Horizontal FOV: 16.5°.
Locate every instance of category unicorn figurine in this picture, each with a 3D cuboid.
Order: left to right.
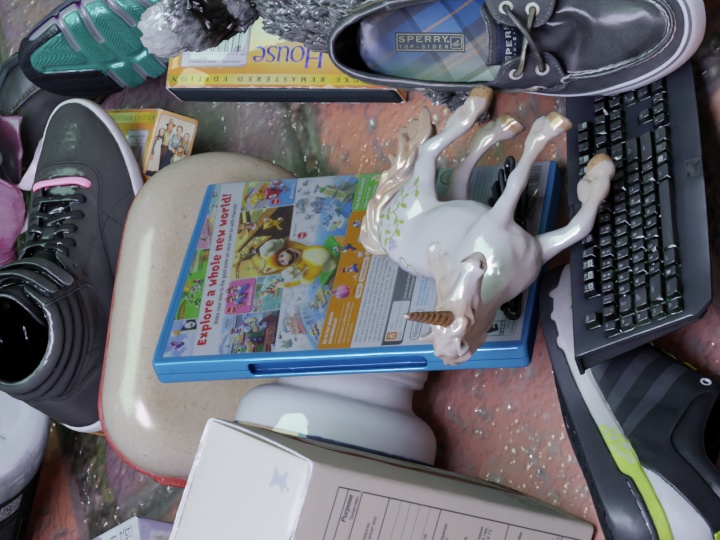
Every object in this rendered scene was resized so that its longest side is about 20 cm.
[{"bbox_3d":[0.057,-0.020,1.236,0.137,0.074,0.200,-54,17,-7],"label":"unicorn figurine"}]

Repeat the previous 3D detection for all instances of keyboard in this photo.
[{"bbox_3d":[0.115,-0.029,1.251,0.127,0.021,0.200,-26,37,25],"label":"keyboard"}]

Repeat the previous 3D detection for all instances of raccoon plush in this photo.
[{"bbox_3d":[-0.011,-0.122,1.402,0.200,0.097,0.134,-27,75,23],"label":"raccoon plush"}]

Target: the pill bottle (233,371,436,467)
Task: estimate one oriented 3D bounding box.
[{"bbox_3d":[-0.022,0.125,1.338,0.111,0.111,0.200,6,81,49],"label":"pill bottle"}]

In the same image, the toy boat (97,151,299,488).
[{"bbox_3d":[-0.087,0.033,1.458,0.131,0.130,0.200,145,134,-72],"label":"toy boat"}]

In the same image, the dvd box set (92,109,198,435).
[{"bbox_3d":[-0.161,-0.002,1.558,0.146,0.029,0.200,6,81,66],"label":"dvd box set"}]

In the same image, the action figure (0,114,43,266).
[{"bbox_3d":[-0.246,-0.013,1.646,0.149,0.134,0.200,2,115,14],"label":"action figure"}]

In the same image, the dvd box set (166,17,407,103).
[{"bbox_3d":[-0.033,-0.198,1.484,0.146,0.029,0.200,1,76,19],"label":"dvd box set"}]

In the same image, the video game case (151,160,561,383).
[{"bbox_3d":[0.000,0.000,1.317,0.200,0.018,0.143,-3,43,16],"label":"video game case"}]

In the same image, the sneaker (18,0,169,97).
[{"bbox_3d":[-0.127,-0.182,1.580,0.200,0.074,0.088,-25,43,10],"label":"sneaker"}]

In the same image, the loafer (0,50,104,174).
[{"bbox_3d":[-0.216,-0.100,1.674,0.200,0.073,0.072,-28,65,50],"label":"loafer"}]

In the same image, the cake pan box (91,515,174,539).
[{"bbox_3d":[-0.165,0.264,1.495,0.200,0.052,0.184,-29,58,38],"label":"cake pan box"}]

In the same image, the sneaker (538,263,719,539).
[{"bbox_3d":[0.145,0.072,1.227,0.083,0.072,0.200,-16,46,0],"label":"sneaker"}]

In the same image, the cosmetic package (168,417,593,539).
[{"bbox_3d":[0.009,0.145,1.230,0.087,0.200,0.103,19,91,48],"label":"cosmetic package"}]

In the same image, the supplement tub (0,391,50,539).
[{"bbox_3d":[-0.264,0.134,1.550,0.200,0.122,0.123,111,150,-52],"label":"supplement tub"}]

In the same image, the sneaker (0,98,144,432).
[{"bbox_3d":[-0.177,-0.011,1.444,0.071,0.099,0.200,-6,78,24],"label":"sneaker"}]

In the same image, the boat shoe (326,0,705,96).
[{"bbox_3d":[0.074,-0.121,1.276,0.200,0.066,0.070,4,104,27],"label":"boat shoe"}]
